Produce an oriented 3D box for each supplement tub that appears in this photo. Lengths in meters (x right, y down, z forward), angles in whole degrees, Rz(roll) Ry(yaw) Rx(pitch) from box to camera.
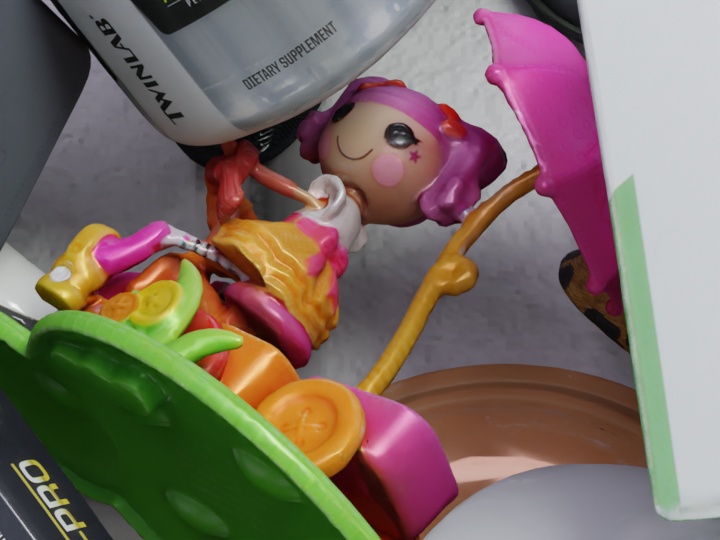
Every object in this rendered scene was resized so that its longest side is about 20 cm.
[{"bbox_3d":[-0.066,-0.145,0.735,0.122,0.200,0.123,-32,25,17],"label":"supplement tub"}]

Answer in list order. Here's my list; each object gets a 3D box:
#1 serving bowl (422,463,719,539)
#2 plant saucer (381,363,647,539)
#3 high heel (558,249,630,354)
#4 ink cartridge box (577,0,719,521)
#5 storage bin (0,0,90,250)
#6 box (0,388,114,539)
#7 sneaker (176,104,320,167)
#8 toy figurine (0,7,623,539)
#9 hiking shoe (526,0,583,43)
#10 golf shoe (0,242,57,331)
[{"bbox_3d":[0.088,0.146,0.664,0.066,0.200,0.201,-16,47,46],"label":"serving bowl"},{"bbox_3d":[0.041,0.116,0.783,0.198,0.032,0.202,-3,58,5],"label":"plant saucer"},{"bbox_3d":[0.138,0.066,0.764,0.199,0.072,0.143,20,50,8],"label":"high heel"},{"bbox_3d":[0.114,-0.019,0.658,0.087,0.200,0.147,-9,88,13],"label":"ink cartridge box"},{"bbox_3d":[-0.166,-0.084,0.746,0.134,0.200,0.146,24,82,18],"label":"storage bin"},{"bbox_3d":[-0.138,0.105,0.667,0.161,0.049,0.200,-41,79,15],"label":"box"},{"bbox_3d":[-0.048,-0.129,0.933,0.074,0.087,0.202,5,79,-19],"label":"sneaker"},{"bbox_3d":[0.000,0.000,0.764,0.199,0.151,0.184,24,61,39],"label":"toy figurine"},{"bbox_3d":[0.079,-0.173,0.912,0.075,0.101,0.201,-9,58,2],"label":"hiking shoe"},{"bbox_3d":[-0.151,-0.023,0.864,0.199,0.078,0.095,26,65,19],"label":"golf shoe"}]
